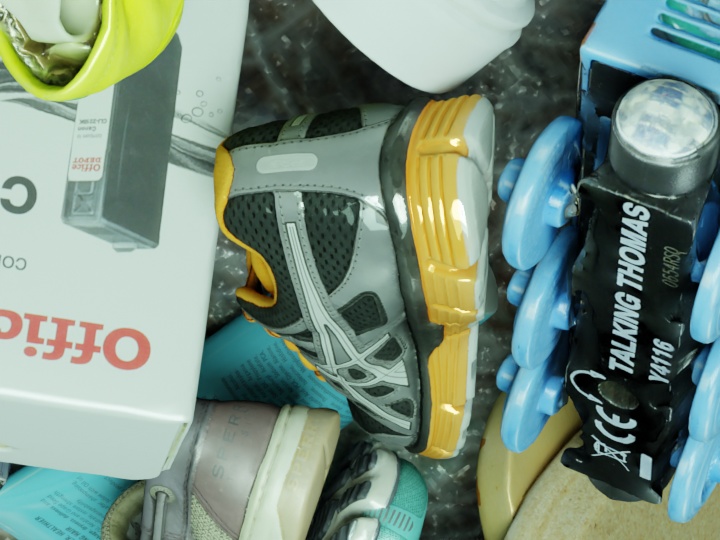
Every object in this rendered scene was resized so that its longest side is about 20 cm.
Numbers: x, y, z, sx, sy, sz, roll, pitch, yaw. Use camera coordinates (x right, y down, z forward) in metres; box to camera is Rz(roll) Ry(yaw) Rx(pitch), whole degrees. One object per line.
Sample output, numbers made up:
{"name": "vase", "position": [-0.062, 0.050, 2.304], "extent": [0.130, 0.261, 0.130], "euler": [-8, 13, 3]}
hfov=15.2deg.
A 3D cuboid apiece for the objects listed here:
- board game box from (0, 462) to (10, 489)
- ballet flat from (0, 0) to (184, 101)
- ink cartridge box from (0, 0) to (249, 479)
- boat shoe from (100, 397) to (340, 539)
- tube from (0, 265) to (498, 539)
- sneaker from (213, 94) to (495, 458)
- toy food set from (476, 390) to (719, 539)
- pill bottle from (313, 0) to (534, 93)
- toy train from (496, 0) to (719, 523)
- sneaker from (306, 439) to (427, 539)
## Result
{"name": "board game box", "position": [-0.227, 0.083, 0.945], "extent": [0.200, 0.062, 0.200], "euler": [-38, 114, 16]}
{"name": "ballet flat", "position": [-0.090, -0.134, 0.697], "extent": [0.066, 0.067, 0.201], "euler": [3, 123, 26]}
{"name": "ink cartridge box", "position": [-0.110, -0.050, 0.803], "extent": [0.143, 0.084, 0.201], "euler": [8, 76, -7]}
{"name": "boat shoe", "position": [-0.056, 0.094, 0.916], "extent": [0.065, 0.072, 0.200], "euler": [24, 151, -1]}
{"name": "tube", "position": [-0.042, 0.050, 0.946], "extent": [0.200, 0.051, 0.077], "euler": [-37, 120, 20]}
{"name": "sneaker", "position": [0.000, 0.000, 0.809], "extent": [0.077, 0.079, 0.200], "euler": [2, 156, 2]}
{"name": "toy food set", "position": [0.094, 0.137, 0.939], "extent": [0.200, 0.048, 0.199], "euler": [34, 70, -44]}
{"name": "pill bottle", "position": [0.068, -0.144, 0.720], "extent": [0.200, 0.120, 0.120], "euler": [-39, 113, 21]}
{"name": "toy train", "position": [0.097, -0.008, 0.817], "extent": [0.086, 0.115, 0.200], "euler": [23, 151, 17]}
{"name": "sneaker", "position": [0.014, 0.128, 0.947], "extent": [0.079, 0.078, 0.200], "euler": [15, 146, 10]}
